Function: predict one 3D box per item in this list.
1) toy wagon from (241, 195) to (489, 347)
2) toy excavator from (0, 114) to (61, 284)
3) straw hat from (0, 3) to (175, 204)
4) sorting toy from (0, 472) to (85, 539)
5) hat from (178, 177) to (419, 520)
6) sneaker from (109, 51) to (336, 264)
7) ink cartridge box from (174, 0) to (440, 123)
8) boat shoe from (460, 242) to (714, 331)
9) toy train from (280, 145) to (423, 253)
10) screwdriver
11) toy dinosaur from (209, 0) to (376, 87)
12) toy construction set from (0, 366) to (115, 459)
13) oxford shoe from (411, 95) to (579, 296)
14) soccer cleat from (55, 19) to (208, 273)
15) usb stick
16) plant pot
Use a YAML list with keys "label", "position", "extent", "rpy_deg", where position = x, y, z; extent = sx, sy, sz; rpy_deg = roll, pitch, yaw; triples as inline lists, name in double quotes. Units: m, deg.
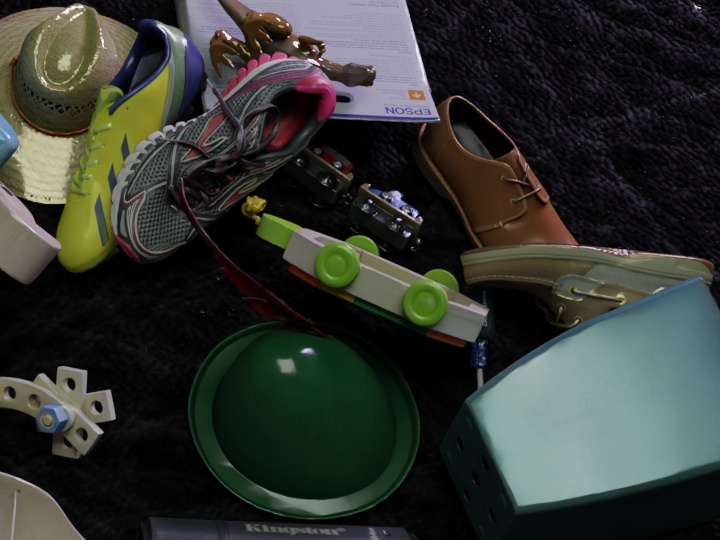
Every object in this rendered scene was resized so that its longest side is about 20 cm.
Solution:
- label: "toy wagon"
  position: [0.000, 0.000, 1.361]
  extent: [0.198, 0.155, 0.040]
  rpy_deg: [23, 95, 5]
- label: "toy excavator"
  position: [-0.286, -0.080, 1.325]
  extent: [0.200, 0.194, 0.100]
  rpy_deg: [41, 94, -3]
- label: "straw hat"
  position: [-0.229, -0.156, 1.436]
  extent: [0.199, 0.085, 0.203]
  rpy_deg: [6, 55, -9]
- label: "sorting toy"
  position: [-0.189, 0.250, 1.171]
  extent: [0.178, 0.107, 0.201]
  rpy_deg: [14, 44, -19]
- label: "hat"
  position: [-0.036, 0.060, 1.281]
  extent: [0.197, 0.177, 0.167]
  rpy_deg: [2, 55, -12]
- label: "sneaker"
  position: [-0.103, -0.085, 1.352]
  extent: [0.200, 0.081, 0.075]
  rpy_deg: [-46, 30, -10]
- label: "ink cartridge box"
  position: [-0.048, -0.176, 1.504]
  extent: [0.197, 0.041, 0.201]
  rpy_deg: [2, 45, -15]
- label: "boat shoe"
  position: [0.173, 0.016, 1.406]
  extent: [0.197, 0.074, 0.067]
  rpy_deg: [4, 87, -4]
- label: "toy train"
  position: [-0.031, -0.077, 1.468]
  extent: [0.199, 0.034, 0.046]
  rpy_deg: [35, 43, 11]
- label: "screwdriver"
  position: [0.089, 0.088, 1.389]
  extent: [0.029, 0.028, 0.202]
  rpy_deg: [39, 43, -42]
- label: "toy dinosaur"
  position: [-0.081, -0.188, 1.449]
  extent: [0.199, 0.061, 0.106]
  rpy_deg: [38, 23, 15]
- label: "toy construction set"
  position: [-0.259, 0.088, 1.221]
  extent: [0.199, 0.130, 0.093]
  rpy_deg: [13, 51, -62]
- label: "oxford shoe"
  position: [0.120, -0.055, 1.465]
  extent: [0.071, 0.071, 0.200]
  rpy_deg: [-35, 77, -33]
- label: "soccer cleat"
  position: [-0.185, -0.096, 1.379]
  extent: [0.064, 0.084, 0.202]
  rpy_deg: [17, 75, 35]
- label: "usb stick"
  position: [-0.056, 0.192, 1.267]
  extent: [0.198, 0.055, 0.033]
  rpy_deg: [4, 94, -12]
- label: "plant pot"
  position: [0.169, 0.122, 1.316]
  extent: [0.198, 0.142, 0.142]
  rpy_deg: [-17, 66, -20]
